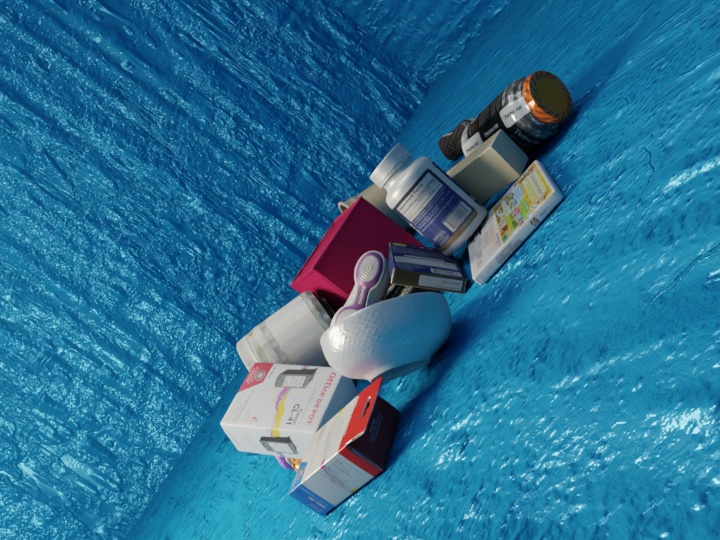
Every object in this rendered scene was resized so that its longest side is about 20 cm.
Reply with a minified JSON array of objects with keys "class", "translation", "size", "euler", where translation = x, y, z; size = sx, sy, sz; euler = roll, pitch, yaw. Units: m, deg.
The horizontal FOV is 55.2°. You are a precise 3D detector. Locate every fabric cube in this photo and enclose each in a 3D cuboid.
[{"class":"fabric cube","translation":[0.000,0.000,1.466],"size":[0.200,0.199,0.196],"euler":[-57,10,-19]}]

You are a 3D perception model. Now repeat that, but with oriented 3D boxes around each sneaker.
[{"class":"sneaker","translation":[0.011,0.067,1.280],"size":[0.201,0.075,0.100],"euler":[-66,-24,-2]},{"class":"sneaker","translation":[0.284,-0.360,1.865],"size":[0.083,0.072,0.200],"euler":[-31,2,-21]}]

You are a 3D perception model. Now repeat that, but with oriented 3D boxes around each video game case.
[{"class":"video game case","translation":[0.242,-0.082,1.111],"size":[0.182,0.023,0.200],"euler":[-50,9,20]}]

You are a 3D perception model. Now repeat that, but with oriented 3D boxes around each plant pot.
[{"class":"plant pot","translation":[0.074,-0.162,1.796],"size":[0.183,0.201,0.200],"euler":[-44,8,-7]}]

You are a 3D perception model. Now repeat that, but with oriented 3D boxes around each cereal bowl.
[{"class":"cereal bowl","translation":[0.046,0.110,1.013],"size":[0.199,0.084,0.200],"euler":[-17,-18,-6]}]

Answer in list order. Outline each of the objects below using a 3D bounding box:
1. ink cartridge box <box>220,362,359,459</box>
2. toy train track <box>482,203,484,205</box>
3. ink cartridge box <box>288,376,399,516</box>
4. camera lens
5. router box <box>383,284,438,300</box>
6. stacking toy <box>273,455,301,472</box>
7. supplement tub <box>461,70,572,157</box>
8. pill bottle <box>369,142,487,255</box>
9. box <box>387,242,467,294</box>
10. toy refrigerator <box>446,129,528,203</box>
[{"class":"ink cartridge box","translation":[-0.121,0.243,1.206],"size":[0.199,0.086,0.148],"euler":[-3,40,28]},{"class":"toy train track","translation":[0.210,-0.113,1.347],"size":[0.200,0.032,0.115],"euler":[-54,9,-10]},{"class":"ink cartridge box","translation":[-0.013,0.254,0.997],"size":[0.200,0.067,0.116],"euler":[-47,12,36]},{"class":"camera lens","translation":[-0.128,0.152,1.394],"size":[0.200,0.160,0.160],"euler":[-36,8,-5]},{"class":"router box","translation":[0.054,0.103,1.271],"size":[0.200,0.051,0.149],"euler":[-56,11,-17]},{"class":"stacking toy","translation":[-0.122,0.320,1.265],"size":[0.200,0.115,0.110],"euler":[38,113,65]},{"class":"supplement tub","translation":[0.285,-0.268,1.265],"size":[0.123,0.122,0.200],"euler":[-59,10,-31]},{"class":"pill bottle","translation":[0.116,-0.129,1.223],"size":[0.111,0.200,0.111],"euler":[-49,1,2]},{"class":"box","translation":[0.110,-0.007,1.199],"size":[0.200,0.120,0.033],"euler":[-89,7,-74]},{"class":"toy refrigerator","translation":[0.207,-0.166,1.267],"size":[0.200,0.076,0.070],"euler":[-37,14,47]}]
